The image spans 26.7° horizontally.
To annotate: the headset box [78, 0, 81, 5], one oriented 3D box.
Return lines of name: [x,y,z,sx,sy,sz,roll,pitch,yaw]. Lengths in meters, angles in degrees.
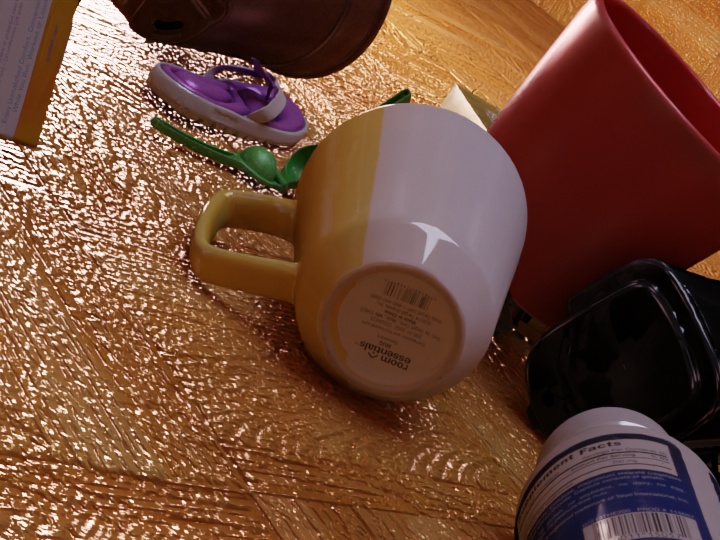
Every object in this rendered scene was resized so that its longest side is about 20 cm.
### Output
headset box: [-0.210,-0.209,0.974,0.077,0.150,0.200,29,17,-17]

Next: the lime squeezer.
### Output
lime squeezer: [-0.056,-0.086,1.094,0.198,0.071,0.038,-8,54,-23]

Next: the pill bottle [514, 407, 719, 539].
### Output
pill bottle: [0.131,0.145,0.738,0.110,0.112,0.200,32,17,-8]

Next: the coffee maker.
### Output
coffee maker: [0.231,0.054,1.037,0.135,0.193,0.199,44,19,30]

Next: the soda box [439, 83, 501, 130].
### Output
soda box: [0.125,-0.112,1.506,0.067,0.064,0.200,27,18,-23]

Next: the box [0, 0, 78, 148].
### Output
box: [-0.241,-0.148,0.794,0.041,0.121,0.199,17,0,45]

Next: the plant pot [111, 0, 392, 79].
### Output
plant pot: [-0.103,-0.266,1.293,0.200,0.201,0.197,42,26,23]

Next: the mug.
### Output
mug: [0.008,0.005,0.899,0.154,0.185,0.151,-78,145,-63]

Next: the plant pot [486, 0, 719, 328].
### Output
plant pot: [0.169,-0.065,1.072,0.200,0.177,0.201,40,23,-21]

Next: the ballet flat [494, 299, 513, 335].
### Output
ballet flat: [0.047,-0.017,1.092,0.199,0.075,0.074,26,19,-28]

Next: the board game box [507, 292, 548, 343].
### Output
board game box: [0.097,-0.028,1.239,0.199,0.057,0.165,34,16,-4]

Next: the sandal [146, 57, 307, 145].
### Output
sandal: [-0.089,-0.139,1.187,0.082,0.050,0.202,40,17,16]
